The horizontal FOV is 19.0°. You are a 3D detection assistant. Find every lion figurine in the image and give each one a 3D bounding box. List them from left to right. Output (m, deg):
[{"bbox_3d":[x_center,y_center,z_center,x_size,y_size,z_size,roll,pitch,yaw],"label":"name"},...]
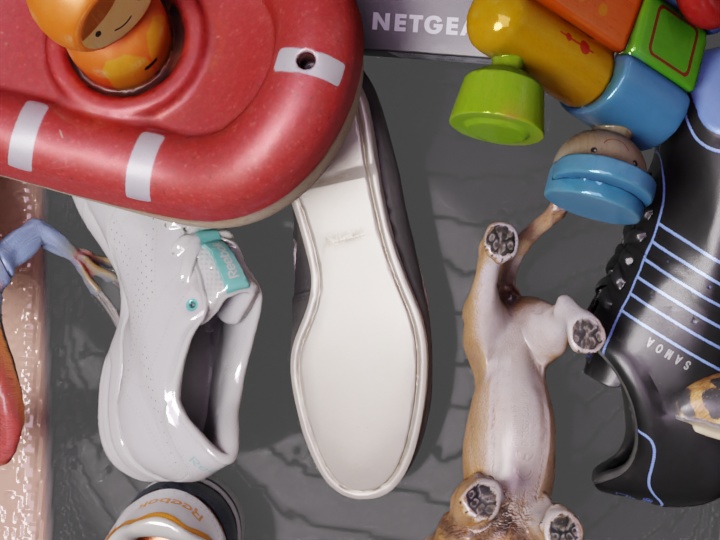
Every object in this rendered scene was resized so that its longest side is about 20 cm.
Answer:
[{"bbox_3d":[0.064,0.068,0.944,0.072,0.122,0.200,15,78,-3],"label":"lion figurine"}]

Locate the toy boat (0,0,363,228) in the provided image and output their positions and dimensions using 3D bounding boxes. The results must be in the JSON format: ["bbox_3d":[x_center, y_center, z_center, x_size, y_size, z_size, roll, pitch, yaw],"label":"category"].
[{"bbox_3d":[-0.098,-0.100,0.879,0.200,0.131,0.131,14,78,11],"label":"toy boat"}]

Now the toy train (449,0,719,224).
[{"bbox_3d":[0.060,-0.103,0.853,0.085,0.200,0.116,-2,68,48],"label":"toy train"}]

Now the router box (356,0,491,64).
[{"bbox_3d":[-0.015,-0.177,0.964,0.200,0.052,0.158,4,92,10],"label":"router box"}]

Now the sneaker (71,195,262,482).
[{"bbox_3d":[-0.076,-0.007,0.950,0.075,0.088,0.200,-6,89,-32],"label":"sneaker"}]

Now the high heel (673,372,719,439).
[{"bbox_3d":[0.214,0.005,0.884,0.200,0.071,0.143,1,98,-29],"label":"high heel"}]

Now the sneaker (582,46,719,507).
[{"bbox_3d":[0.134,0.004,0.933,0.078,0.070,0.200,-3,92,3],"label":"sneaker"}]

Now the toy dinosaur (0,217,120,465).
[{"bbox_3d":[-0.199,-0.004,0.961,0.105,0.200,0.182,-34,53,25],"label":"toy dinosaur"}]

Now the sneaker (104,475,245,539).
[{"bbox_3d":[-0.104,0.193,0.980,0.078,0.079,0.200,10,95,9],"label":"sneaker"}]

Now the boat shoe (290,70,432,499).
[{"bbox_3d":[0.000,0.000,0.971,0.067,0.057,0.200,-6,96,16],"label":"boat shoe"}]
